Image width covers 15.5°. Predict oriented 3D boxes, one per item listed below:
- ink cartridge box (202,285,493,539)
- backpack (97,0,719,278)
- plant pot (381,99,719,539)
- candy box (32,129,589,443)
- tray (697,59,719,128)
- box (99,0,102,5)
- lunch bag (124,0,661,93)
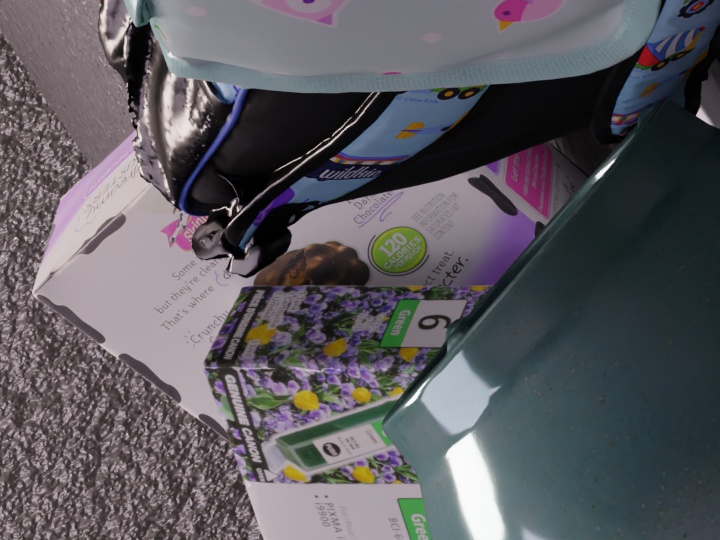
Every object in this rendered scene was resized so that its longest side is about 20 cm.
[{"bbox_3d":[0.051,0.062,0.994,0.199,0.050,0.109,0,128,23],"label":"ink cartridge box"},{"bbox_3d":[0.027,-0.103,0.708,0.200,0.182,0.135,125,127,-66],"label":"backpack"},{"bbox_3d":[0.091,0.040,0.711,0.134,0.200,0.200,42,171,0],"label":"plant pot"},{"bbox_3d":[0.000,0.000,1.054,0.200,0.168,0.072,39,-150,-20],"label":"candy box"},{"bbox_3d":[0.111,-0.056,0.919,0.200,0.022,0.107,56,172,-9],"label":"tray"},{"bbox_3d":[-0.027,-0.120,0.926,0.040,0.136,0.200,82,162,-57],"label":"box"},{"bbox_3d":[0.033,-0.124,0.492,0.122,0.200,0.170,52,170,19],"label":"lunch bag"}]
